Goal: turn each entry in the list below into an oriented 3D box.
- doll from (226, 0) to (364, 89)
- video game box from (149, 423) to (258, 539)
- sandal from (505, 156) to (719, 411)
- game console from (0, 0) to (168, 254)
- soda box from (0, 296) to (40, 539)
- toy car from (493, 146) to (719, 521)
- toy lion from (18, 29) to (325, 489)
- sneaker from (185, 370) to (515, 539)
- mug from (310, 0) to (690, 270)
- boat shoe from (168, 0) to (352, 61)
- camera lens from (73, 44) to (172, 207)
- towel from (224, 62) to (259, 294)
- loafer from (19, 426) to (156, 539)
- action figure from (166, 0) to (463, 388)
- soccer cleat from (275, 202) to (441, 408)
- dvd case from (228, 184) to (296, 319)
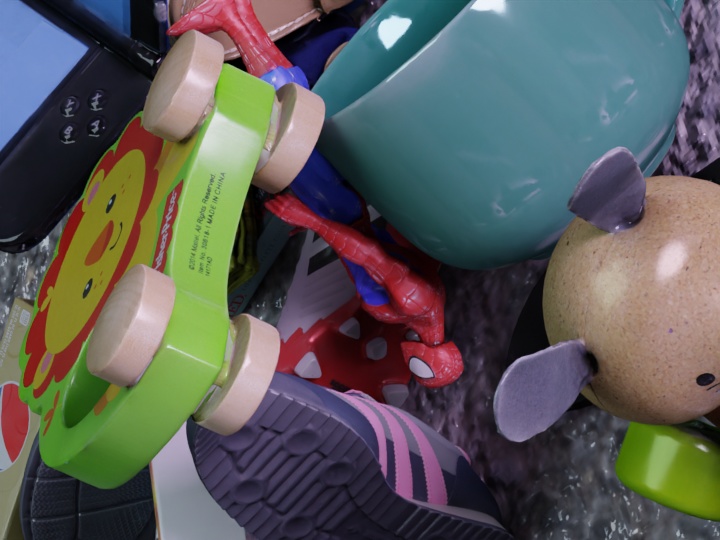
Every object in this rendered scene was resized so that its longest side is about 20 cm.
[{"bbox_3d":[-0.027,-0.104,1.395,0.136,0.048,0.200,-52,22,5],"label":"doll"},{"bbox_3d":[-0.072,0.098,1.331,0.182,0.047,0.200,77,-177,-61],"label":"video game box"},{"bbox_3d":[0.122,-0.007,1.200,0.200,0.045,0.075,-39,52,39],"label":"sandal"},{"bbox_3d":[-0.185,-0.136,1.303,0.200,0.118,0.171,35,81,34],"label":"game console"},{"bbox_3d":[-0.177,0.122,1.531,0.068,0.064,0.200,27,100,52],"label":"soda box"},{"bbox_3d":[0.131,0.018,1.041,0.158,0.200,0.164,24,99,41],"label":"toy car"},{"bbox_3d":[-0.095,0.008,1.188,0.192,0.069,0.200,-44,28,45],"label":"toy lion"},{"bbox_3d":[-0.013,0.080,1.222,0.070,0.200,0.082,-38,47,14],"label":"sneaker"},{"bbox_3d":[0.078,-0.084,1.211,0.185,0.114,0.152,-41,13,13],"label":"mug"},{"bbox_3d":[-0.007,-0.166,1.328,0.200,0.074,0.066,-40,28,-6],"label":"boat shoe"},{"bbox_3d":[-0.175,-0.152,1.479,0.160,0.160,0.200,-45,44,35],"label":"camera lens"},{"bbox_3d":[-0.093,-0.069,1.487,0.086,0.018,0.200,-34,52,41],"label":"towel"},{"bbox_3d":[-0.133,0.124,1.416,0.063,0.072,0.200,-104,10,-52],"label":"loafer"},{"bbox_3d":[-0.016,-0.032,1.265,0.052,0.065,0.200,-37,87,5],"label":"action figure"},{"bbox_3d":[0.000,0.000,1.346,0.200,0.069,0.085,-65,30,10],"label":"soccer cleat"},{"bbox_3d":[-0.096,-0.055,1.519,0.146,0.022,0.200,-57,40,23],"label":"dvd case"}]
